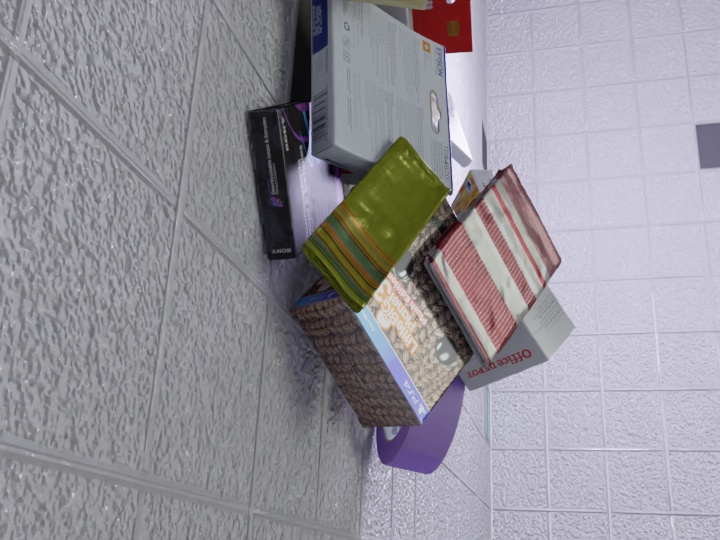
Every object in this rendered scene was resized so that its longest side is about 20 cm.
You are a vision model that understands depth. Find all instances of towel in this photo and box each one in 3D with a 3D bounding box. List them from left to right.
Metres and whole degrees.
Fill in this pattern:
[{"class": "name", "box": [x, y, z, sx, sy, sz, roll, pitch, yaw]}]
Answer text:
[{"class": "towel", "box": [0.022, -0.053, 0.818, 0.086, 0.018, 0.201, 49, 52, -13]}, {"class": "towel", "box": [0.154, -0.009, 0.915, 0.200, 0.023, 0.146, -46, 111, -37]}]

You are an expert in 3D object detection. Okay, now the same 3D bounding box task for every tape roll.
[{"class": "tape roll", "box": [0.082, 0.177, 1.131, 0.200, 0.064, 0.205, -164, -91, -80]}]

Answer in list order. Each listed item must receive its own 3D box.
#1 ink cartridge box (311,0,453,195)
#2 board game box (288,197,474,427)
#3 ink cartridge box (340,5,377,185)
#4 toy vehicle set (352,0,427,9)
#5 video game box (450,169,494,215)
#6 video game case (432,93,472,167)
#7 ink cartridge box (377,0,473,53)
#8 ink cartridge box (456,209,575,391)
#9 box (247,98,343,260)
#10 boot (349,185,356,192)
[{"class": "ink cartridge box", "box": [0.026, -0.196, 0.911, 0.198, 0.040, 0.204, 16, 66, -43]}, {"class": "board game box", "box": [0.047, 0.043, 0.888, 0.200, 0.096, 0.161, -45, 110, -38]}, {"class": "ink cartridge box", "box": [0.004, -0.219, 1.038, 0.147, 0.081, 0.205, -8, 96, -75]}, {"class": "toy vehicle set", "box": [0.001, -0.370, 0.896, 0.027, 0.121, 0.203, 111, -24, -51]}, {"class": "video game box", "box": [0.162, -0.006, 1.142, 0.202, 0.046, 0.185, 115, -36, -45]}, {"class": "video game case", "box": [0.093, -0.275, 1.254, 0.199, 0.023, 0.184, 35, 31, -35]}, {"class": "ink cartridge box", "box": [0.060, -0.380, 1.083, 0.045, 0.172, 0.204, -68, 155, -55]}, {"class": "ink cartridge box", "box": [0.150, 0.034, 1.014, 0.083, 0.144, 0.202, -36, 93, -43]}, {"class": "box", "box": [-0.061, -0.105, 0.856, 0.200, 0.035, 0.146, -47, 132, -69]}, {"class": "boot", "box": [0.000, 0.000, 1.037, 0.201, 0.075, 0.158, -83, 168, -58]}]
